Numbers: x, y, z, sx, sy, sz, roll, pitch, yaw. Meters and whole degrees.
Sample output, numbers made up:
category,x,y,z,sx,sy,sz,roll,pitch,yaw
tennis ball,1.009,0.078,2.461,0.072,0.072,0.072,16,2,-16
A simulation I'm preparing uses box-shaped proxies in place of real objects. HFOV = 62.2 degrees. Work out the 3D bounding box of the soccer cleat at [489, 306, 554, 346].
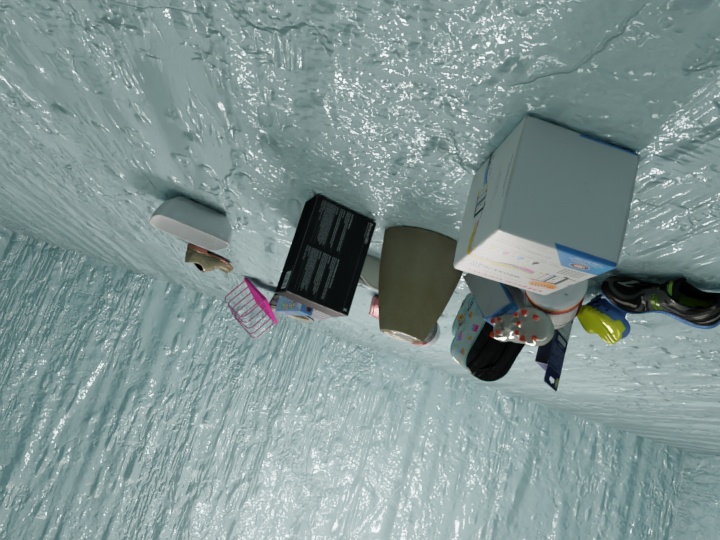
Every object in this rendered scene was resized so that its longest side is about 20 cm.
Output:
category,x,y,z,sx,sy,sz,roll,pitch,yaw
soccer cleat,0.310,0.105,1.099,0.077,0.070,0.200,8,173,-13

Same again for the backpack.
category,x,y,z,sx,sy,sz,roll,pitch,yaw
backpack,0.311,0.161,1.460,0.175,0.202,0.153,24,-179,-33

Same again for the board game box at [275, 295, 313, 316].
category,x,y,z,sx,sy,sz,roll,pitch,yaw
board game box,-0.127,0.006,1.393,0.036,0.202,0.151,23,165,-26

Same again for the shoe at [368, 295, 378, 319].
category,x,y,z,sx,sy,sz,roll,pitch,yaw
shoe,0.078,0.136,1.950,0.090,0.072,0.200,16,161,10

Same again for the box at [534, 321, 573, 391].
category,x,y,z,sx,sy,sz,roll,pitch,yaw
box,0.411,0.145,1.259,0.032,0.202,0.121,8,164,33

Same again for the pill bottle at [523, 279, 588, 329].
category,x,y,z,sx,sy,sz,roll,pitch,yaw
pill bottle,0.361,0.044,1.118,0.108,0.111,0.200,13,166,19

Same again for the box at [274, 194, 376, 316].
category,x,y,z,sx,sy,sz,roll,pitch,yaw
box,-0.068,-0.026,1.188,0.140,0.202,0.079,23,165,-21

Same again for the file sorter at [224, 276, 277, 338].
category,x,y,z,sx,sy,sz,roll,pitch,yaw
file sorter,-0.432,0.155,2.345,0.139,0.125,0.201,41,161,27

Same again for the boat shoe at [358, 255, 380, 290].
category,x,y,z,sx,sy,sz,roll,pitch,yaw
boat shoe,0.000,0.000,1.482,0.198,0.076,0.062,23,164,-14

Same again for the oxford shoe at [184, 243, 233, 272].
category,x,y,z,sx,sy,sz,roll,pitch,yaw
oxford shoe,-0.529,-0.023,2.066,0.070,0.076,0.199,4,161,42

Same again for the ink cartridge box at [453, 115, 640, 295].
category,x,y,z,sx,sy,sz,roll,pitch,yaw
ink cartridge box,0.224,-0.069,0.760,0.145,0.146,0.200,17,168,-2

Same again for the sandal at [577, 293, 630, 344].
category,x,y,z,sx,sy,sz,roll,pitch,yaw
sandal,0.469,0.081,1.130,0.080,0.086,0.200,59,-173,-2

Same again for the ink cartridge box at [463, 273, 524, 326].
category,x,y,z,sx,sy,sz,roll,pitch,yaw
ink cartridge box,0.309,0.074,1.268,0.068,0.116,0.199,-35,140,20

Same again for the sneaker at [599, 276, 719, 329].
category,x,y,z,sx,sy,sz,roll,pitch,yaw
sneaker,0.518,0.039,1.024,0.197,0.071,0.083,14,145,25

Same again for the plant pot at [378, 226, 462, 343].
category,x,y,z,sx,sy,sz,roll,pitch,yaw
plant pot,0.111,0.040,1.227,0.185,0.202,0.187,16,167,4

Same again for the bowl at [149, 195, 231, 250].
category,x,y,z,sx,sy,sz,roll,pitch,yaw
bowl,-0.433,-0.125,1.539,0.198,0.076,0.199,23,166,-24

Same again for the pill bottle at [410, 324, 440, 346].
category,x,y,z,sx,sy,sz,roll,pitch,yaw
pill bottle,0.173,0.167,1.843,0.113,0.115,0.200,10,165,29

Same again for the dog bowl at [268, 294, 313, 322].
category,x,y,z,sx,sy,sz,roll,pitch,yaw
dog bowl,-0.273,0.141,2.404,0.198,0.075,0.200,17,166,4

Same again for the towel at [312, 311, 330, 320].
category,x,y,z,sx,sy,sz,roll,pitch,yaw
towel,-0.174,0.123,2.180,0.164,0.087,0.199,23,166,-25
